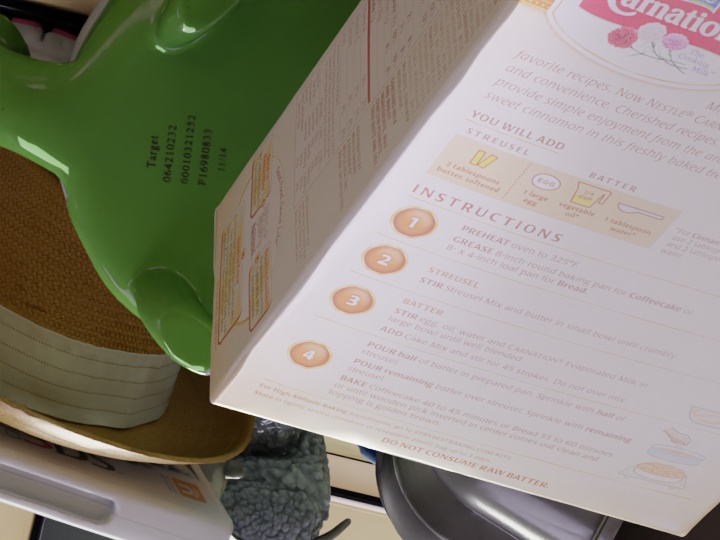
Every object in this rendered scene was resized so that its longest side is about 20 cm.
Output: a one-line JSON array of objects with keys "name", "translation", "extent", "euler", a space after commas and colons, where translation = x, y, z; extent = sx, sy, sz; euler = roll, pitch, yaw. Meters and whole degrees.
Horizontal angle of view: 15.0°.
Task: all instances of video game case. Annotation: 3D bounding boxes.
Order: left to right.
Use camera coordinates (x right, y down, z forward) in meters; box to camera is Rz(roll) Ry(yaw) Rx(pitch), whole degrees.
[{"name": "video game case", "translation": [-0.151, 0.018, 0.966], "extent": [0.181, 0.023, 0.200], "euler": [23, -163, -34]}]

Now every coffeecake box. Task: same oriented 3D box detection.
[{"name": "coffeecake box", "translation": [0.070, -0.027, 0.711], "extent": [0.153, 0.073, 0.200], "euler": [17, 137, -21]}]

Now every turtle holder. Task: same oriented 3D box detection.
[{"name": "turtle holder", "translation": [-0.038, -0.038, 0.850], "extent": [0.185, 0.142, 0.132], "euler": [-20, -163, -4]}]

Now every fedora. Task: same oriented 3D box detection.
[{"name": "fedora", "translation": [-0.105, -0.014, 0.946], "extent": [0.200, 0.082, 0.201], "euler": [28, -164, -9]}]

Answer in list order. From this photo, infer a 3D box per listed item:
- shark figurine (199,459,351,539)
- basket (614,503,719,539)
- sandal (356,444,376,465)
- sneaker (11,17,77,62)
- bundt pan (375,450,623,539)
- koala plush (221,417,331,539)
[{"name": "shark figurine", "translation": [-0.072, 0.052, 1.094], "extent": [0.128, 0.215, 0.090], "euler": [-33, 116, 26]}, {"name": "basket", "translation": [0.146, 0.086, 0.972], "extent": [0.135, 0.181, 0.201], "euler": [15, 126, -12]}, {"name": "sandal", "translation": [0.000, 0.000, 1.035], "extent": [0.079, 0.087, 0.200], "euler": [-23, 116, 33]}, {"name": "sneaker", "translation": [-0.111, -0.046, 1.106], "extent": [0.199, 0.089, 0.081], "euler": [10, 171, 19]}, {"name": "bundt pan", "translation": [0.065, 0.018, 0.937], "extent": [0.075, 0.203, 0.202], "euler": [25, 171, -2]}, {"name": "koala plush", "translation": [-0.110, 0.015, 1.244], "extent": [0.199, 0.178, 0.184], "euler": [15, -165, -28]}]
